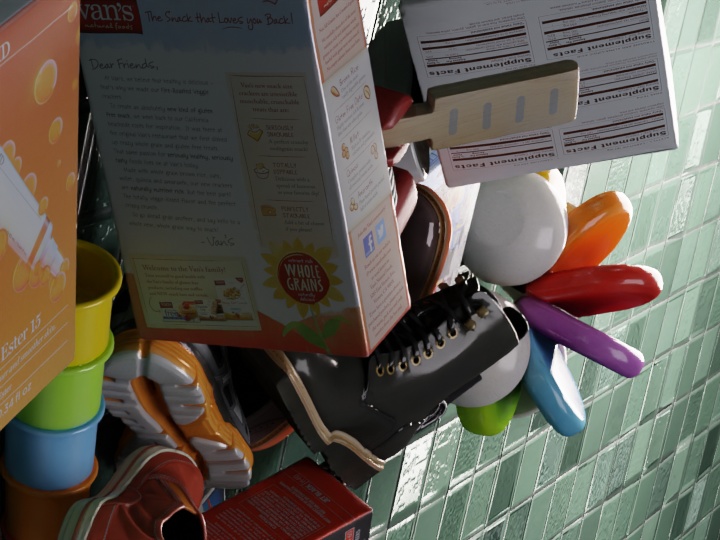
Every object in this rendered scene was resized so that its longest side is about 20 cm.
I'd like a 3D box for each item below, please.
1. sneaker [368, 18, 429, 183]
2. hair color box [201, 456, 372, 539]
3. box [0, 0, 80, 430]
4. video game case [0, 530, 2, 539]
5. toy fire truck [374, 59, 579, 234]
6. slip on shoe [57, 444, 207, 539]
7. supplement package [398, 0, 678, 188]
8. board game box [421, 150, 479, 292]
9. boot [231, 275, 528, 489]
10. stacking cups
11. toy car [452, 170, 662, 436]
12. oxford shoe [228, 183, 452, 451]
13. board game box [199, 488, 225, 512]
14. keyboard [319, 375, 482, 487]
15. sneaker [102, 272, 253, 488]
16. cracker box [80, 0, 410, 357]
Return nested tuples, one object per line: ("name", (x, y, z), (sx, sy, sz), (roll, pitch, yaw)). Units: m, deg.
("sneaker", (-0.001, -0.099, 1.785), (0.200, 0.084, 0.073), (-75, 150, -70))
("hair color box", (-0.087, 0.193, 1.639), (0.199, 0.061, 0.102), (-27, 137, -33))
("box", (-0.188, -0.028, 1.245), (0.124, 0.097, 0.201), (-48, 149, -51))
("video game case", (-0.215, 0.241, 1.522), (0.201, 0.018, 0.143), (88, 26, -44))
("toy fire truck", (0.007, -0.063, 1.603), (0.129, 0.199, 0.176), (-62, 158, -28))
("slip on shoe", (-0.108, 0.138, 1.527), (0.200, 0.061, 0.075), (-34, 138, -80))
("supplement package", (0.097, -0.187, 1.733), (0.200, 0.146, 0.192), (71, 12, -60))
("board game box", (0.000, 0.000, 1.850), (0.200, 0.061, 0.201), (-28, 136, -60))
("boot", (0.013, 0.037, 1.637), (0.138, 0.078, 0.200), (-38, 161, 1))
("stacking cups", (-0.153, 0.080, 1.500), (0.061, 0.060, 0.201), (-50, 154, -48))
("toy car", (0.138, 0.029, 2.127), (0.175, 0.149, 0.201), (26, 81, -71))
("oxford shoe", (-0.025, 0.031, 1.703), (0.200, 0.071, 0.072), (-50, 162, 15))
("board game box", (-0.121, 0.221, 1.740), (0.126, 0.034, 0.201), (-51, 151, -46))
("keyboard", (-0.003, 0.113, 1.833), (0.200, 0.021, 0.127), (-36, -177, -31))
("sneaker", (-0.098, 0.062, 1.621), (0.200, 0.078, 0.078), (85, 8, -62))
("cracker box", (-0.058, -0.061, 1.461), (0.058, 0.133, 0.201), (-48, 135, -51))
